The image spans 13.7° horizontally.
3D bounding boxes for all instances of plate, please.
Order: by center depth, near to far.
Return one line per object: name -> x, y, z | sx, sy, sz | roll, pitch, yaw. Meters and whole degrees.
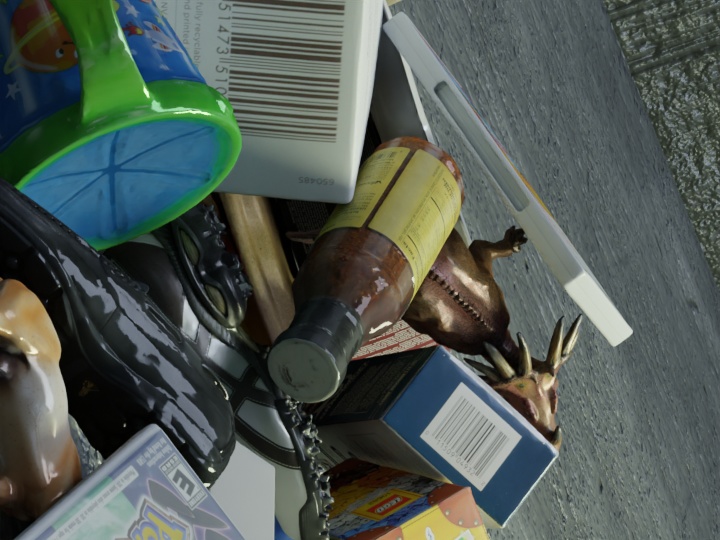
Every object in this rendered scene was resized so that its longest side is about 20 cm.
plate -> 0.030, -0.086, 1.889 | 0.200, 0.032, 0.200 | 68, 4, -47

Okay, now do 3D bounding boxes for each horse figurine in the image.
horse figurine -> -0.167, 0.066, 1.376 | 0.133, 0.050, 0.201 | -40, 114, -67

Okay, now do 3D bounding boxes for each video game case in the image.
video game case -> -0.086, 0.180, 1.342 | 0.183, 0.023, 0.200 | 53, 30, -2
video game case -> 0.088, -0.053, 1.779 | 0.200, 0.017, 0.143 | 57, 5, 22

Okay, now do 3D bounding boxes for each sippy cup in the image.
sippy cup -> -0.145, -0.096, 1.516 | 0.139, 0.178, 0.131 | 0, 57, -45

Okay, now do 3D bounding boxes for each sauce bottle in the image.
sauce bottle -> 0.000, 0.000, 1.622 | 0.066, 0.066, 0.200 | 66, 32, -23

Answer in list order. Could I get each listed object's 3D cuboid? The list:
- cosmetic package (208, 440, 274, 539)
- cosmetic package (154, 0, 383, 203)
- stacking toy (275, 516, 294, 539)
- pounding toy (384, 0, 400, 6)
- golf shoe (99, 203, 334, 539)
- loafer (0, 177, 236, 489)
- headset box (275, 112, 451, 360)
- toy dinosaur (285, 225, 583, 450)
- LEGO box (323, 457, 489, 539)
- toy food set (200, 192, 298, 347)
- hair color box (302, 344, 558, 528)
cosmetic package -> -0.087, 0.175, 1.459 | 0.051, 0.082, 0.201 | 35, 31, -27
cosmetic package -> -0.071, -0.159, 1.675 | 0.200, 0.164, 0.166 | -81, 176, -63
stacking toy -> -0.062, 0.130, 1.656 | 0.201, 0.085, 0.085 | 68, 13, 15
pounding toy -> -0.032, -0.250, 1.926 | 0.142, 0.199, 0.185 | -101, 166, -54
golf shoe -> -0.082, 0.065, 1.603 | 0.078, 0.094, 0.201 | -169, -127, -89
loafer -> -0.134, 0.025, 1.447 | 0.201, 0.068, 0.071 | 49, 31, -17
headset box -> -0.006, -0.028, 1.920 | 0.200, 0.075, 0.149 | 69, 3, -63
toy dinosaur -> 0.056, 0.017, 1.746 | 0.200, 0.086, 0.136 | 32, 15, -35
LEGO box -> 0.033, 0.220, 1.732 | 0.149, 0.077, 0.201 | 7, -58, 62
toy food set -> -0.074, -0.021, 1.793 | 0.198, 0.048, 0.201 | -104, 176, -62
hair color box -> 0.032, 0.102, 1.792 | 0.100, 0.061, 0.200 | 43, -16, -11
